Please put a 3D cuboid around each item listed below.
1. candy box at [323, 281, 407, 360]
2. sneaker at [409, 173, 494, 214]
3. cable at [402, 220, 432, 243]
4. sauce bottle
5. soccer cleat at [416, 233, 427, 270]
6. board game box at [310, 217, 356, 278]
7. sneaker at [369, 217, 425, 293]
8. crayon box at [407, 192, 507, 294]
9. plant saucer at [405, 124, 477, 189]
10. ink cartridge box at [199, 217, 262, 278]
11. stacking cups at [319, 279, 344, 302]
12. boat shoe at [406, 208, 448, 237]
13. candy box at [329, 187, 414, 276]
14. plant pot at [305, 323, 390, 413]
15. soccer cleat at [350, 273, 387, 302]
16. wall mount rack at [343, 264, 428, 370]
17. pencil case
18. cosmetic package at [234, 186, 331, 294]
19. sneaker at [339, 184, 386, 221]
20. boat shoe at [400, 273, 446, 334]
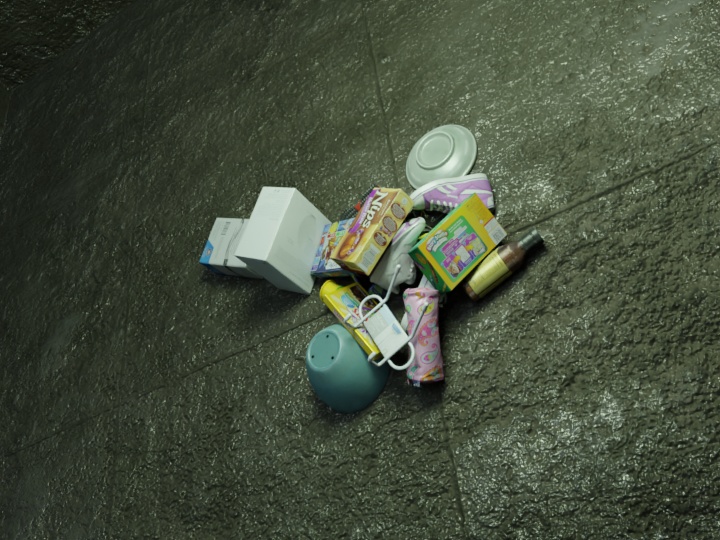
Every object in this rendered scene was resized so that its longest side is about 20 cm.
[{"bbox_3d":[0.011,0.110,1.501,0.101,0.027,0.200,-21,52,-32],"label":"candy box"},{"bbox_3d":[0.213,-0.150,1.541,0.196,0.073,0.117,-13,68,2],"label":"sneaker"},{"bbox_3d":[0.093,-0.100,1.553,0.098,0.050,0.200,-49,40,1],"label":"cable"},{"bbox_3d":[0.306,-0.015,1.442,0.198,0.066,0.067,-37,50,8],"label":"sauce bottle"},{"bbox_3d":[0.137,-0.046,1.577,0.197,0.065,0.084,-19,30,29],"label":"soccer cleat"},{"bbox_3d":[-0.052,-0.054,1.657,0.199,0.034,0.138,-5,66,61],"label":"board game box"},{"bbox_3d":[0.102,-0.033,1.506,0.201,0.099,0.075,-56,0,33],"label":"sneaker"},{"bbox_3d":[0.212,-0.059,1.449,0.199,0.119,0.058,-41,4,-21],"label":"crayon box"},{"bbox_3d":[0.195,-0.291,1.680,0.196,0.050,0.204,-16,58,26],"label":"plant saucer"},{"bbox_3d":[-0.344,-0.064,1.900,0.197,0.084,0.148,6,69,37],"label":"ink cartridge box"},{"bbox_3d":[-0.009,0.084,1.613,0.197,0.060,0.061,24,79,35],"label":"stacking cups"},{"bbox_3d":[0.140,-0.117,1.612,0.199,0.060,0.073,-35,50,13],"label":"boat shoe"},{"bbox_3d":[0.026,-0.091,1.509,0.202,0.056,0.116,-58,29,-11],"label":"candy box"},{"bbox_3d":[-0.049,0.204,1.514,0.196,0.134,0.204,-16,57,26],"label":"plant pot"},{"bbox_3d":[0.001,0.000,1.627,0.065,0.084,0.201,-44,49,4],"label":"soccer cleat"},{"bbox_3d":[0.061,0.098,1.396,0.173,0.074,0.201,-42,52,8],"label":"wall mount rack"},{"bbox_3d":[0.132,0.139,1.418,0.086,0.087,0.206,-3,89,33],"label":"pencil case"},{"bbox_3d":[-0.192,-0.076,1.724,0.121,0.199,0.204,6,67,36],"label":"cosmetic package"},{"bbox_3d":[0.025,-0.143,1.707,0.199,0.092,0.072,-42,52,44],"label":"sneaker"},{"bbox_3d":[0.161,0.060,1.492,0.065,0.073,0.204,30,101,28],"label":"boat shoe"}]
